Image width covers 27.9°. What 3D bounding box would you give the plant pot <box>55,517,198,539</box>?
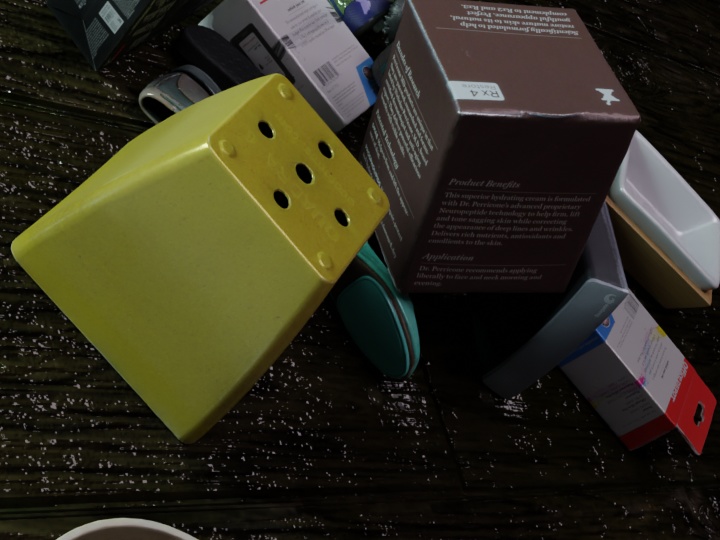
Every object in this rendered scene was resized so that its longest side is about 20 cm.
[{"bbox_3d":[-0.163,0.254,0.754,0.187,0.200,0.188,31,41,-32],"label":"plant pot"}]

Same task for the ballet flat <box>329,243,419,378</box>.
[{"bbox_3d":[0.000,0.000,1.274,0.200,0.067,0.070,53,42,-1],"label":"ballet flat"}]

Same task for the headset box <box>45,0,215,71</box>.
[{"bbox_3d":[-0.143,-0.266,1.198,0.200,0.149,0.077,-40,95,-32],"label":"headset box"}]

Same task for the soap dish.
[{"bbox_3d":[0.344,-0.060,1.730,0.200,0.081,0.157,42,37,-19],"label":"soap dish"}]

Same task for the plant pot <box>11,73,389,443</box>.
[{"bbox_3d":[-0.098,-0.029,1.088,0.200,0.176,0.200,49,34,-9],"label":"plant pot"}]

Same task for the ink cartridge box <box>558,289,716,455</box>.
[{"bbox_3d":[0.285,0.105,1.534,0.200,0.067,0.116,50,35,-8],"label":"ink cartridge box"}]

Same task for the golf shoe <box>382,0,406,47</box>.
[{"bbox_3d":[0.093,-0.248,1.521,0.200,0.094,0.078,11,94,-64],"label":"golf shoe"}]

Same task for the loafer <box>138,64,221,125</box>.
[{"bbox_3d":[-0.111,-0.083,1.216,0.200,0.072,0.063,49,38,6],"label":"loafer"}]

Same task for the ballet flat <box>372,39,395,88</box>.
[{"bbox_3d":[0.097,-0.208,1.419,0.200,0.064,0.067,-17,69,-43],"label":"ballet flat"}]

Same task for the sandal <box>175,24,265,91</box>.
[{"bbox_3d":[-0.095,-0.139,1.294,0.200,0.048,0.075,48,28,18],"label":"sandal"}]

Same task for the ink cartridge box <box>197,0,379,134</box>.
[{"bbox_3d":[-0.072,-0.218,1.369,0.200,0.068,0.116,52,34,-5],"label":"ink cartridge box"}]

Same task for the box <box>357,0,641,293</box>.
[{"bbox_3d":[0.109,-0.104,1.248,0.166,0.200,0.164,1,42,-20],"label":"box"}]

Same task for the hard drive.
[{"bbox_3d":[0.167,0.020,1.355,0.042,0.200,0.135,11,53,-26],"label":"hard drive"}]

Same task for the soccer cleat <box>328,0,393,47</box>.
[{"bbox_3d":[0.020,-0.305,1.557,0.084,0.065,0.200,49,35,-5],"label":"soccer cleat"}]
